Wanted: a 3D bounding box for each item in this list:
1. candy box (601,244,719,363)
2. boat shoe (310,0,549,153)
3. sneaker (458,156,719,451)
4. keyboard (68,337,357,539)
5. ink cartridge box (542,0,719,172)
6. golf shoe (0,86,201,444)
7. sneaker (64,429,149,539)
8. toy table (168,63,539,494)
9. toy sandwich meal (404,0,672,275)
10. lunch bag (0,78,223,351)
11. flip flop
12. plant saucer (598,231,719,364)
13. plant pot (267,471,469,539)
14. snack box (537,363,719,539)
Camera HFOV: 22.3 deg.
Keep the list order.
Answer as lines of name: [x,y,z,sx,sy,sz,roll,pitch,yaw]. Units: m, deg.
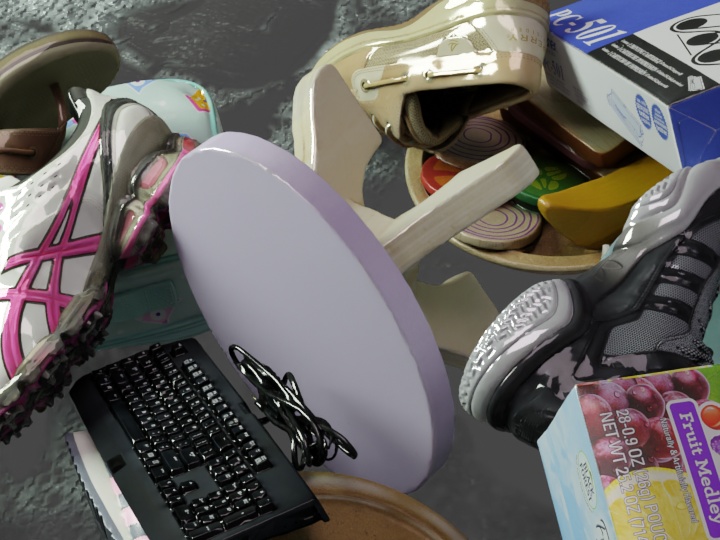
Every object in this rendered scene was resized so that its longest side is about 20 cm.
candy box: [0.229,0.047,0.934,0.198,0.061,0.137,-4,47,2]
boat shoe: [0.030,-0.103,1.052,0.071,0.199,0.065,13,69,-32]
sneaker: [0.145,0.033,0.823,0.199,0.076,0.114,-35,65,-29]
keyboard: [-0.073,0.067,0.866,0.103,0.040,0.200,-17,26,-16]
ink cartridge box: [0.167,-0.109,0.959,0.093,0.045,0.200,-21,23,-7]
golf shoe: [-0.163,-0.001,0.937,0.092,0.073,0.201,31,73,4]
sneaker: [-0.075,0.133,0.879,0.082,0.070,0.200,-24,49,-13]
toy table: [0.000,0.000,0.940,0.183,0.201,0.117,-9,24,43]
toy sandwich meal: [0.122,-0.082,1.067,0.203,0.071,0.206,-3,45,3]
lunch bag: [-0.167,-0.021,1.037,0.198,0.077,0.161,-12,50,-3]
flip flop: [-0.201,-0.053,0.973,0.058,0.081,0.200,41,66,14]
plant saucer: [0.206,0.038,0.879,0.198,0.036,0.201,-4,49,4]
plant pot: [-0.009,0.174,0.807,0.198,0.028,0.201,10,54,-14]
snack box: [0.186,0.117,0.701,0.198,0.068,0.170,-7,66,-15]
